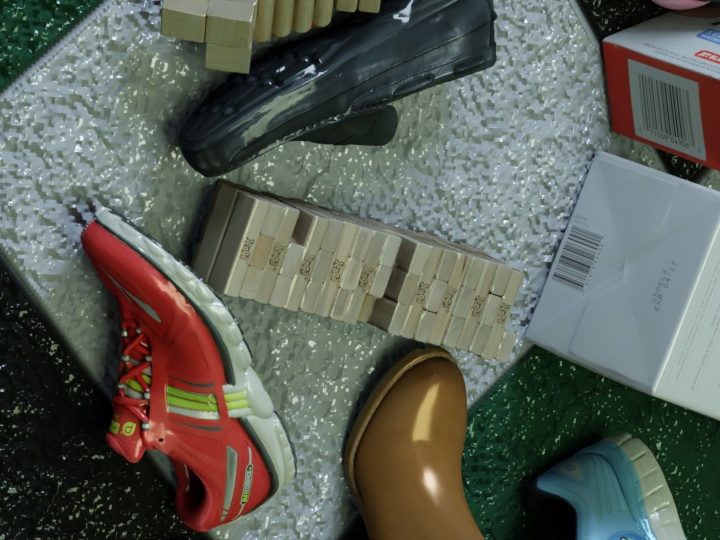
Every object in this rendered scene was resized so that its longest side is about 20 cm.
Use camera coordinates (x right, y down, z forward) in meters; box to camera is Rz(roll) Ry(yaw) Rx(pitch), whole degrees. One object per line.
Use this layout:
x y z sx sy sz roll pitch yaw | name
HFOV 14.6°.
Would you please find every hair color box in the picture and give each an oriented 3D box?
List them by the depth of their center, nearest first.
0.252 -0.127 1.617 0.199 0.111 0.064 -23 118 -29 | hair color box

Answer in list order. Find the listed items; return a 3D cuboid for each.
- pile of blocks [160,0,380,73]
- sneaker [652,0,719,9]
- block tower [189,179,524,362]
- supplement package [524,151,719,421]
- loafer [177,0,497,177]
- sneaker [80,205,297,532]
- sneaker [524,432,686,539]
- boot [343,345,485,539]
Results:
-0.021 -0.162 1.451 0.199 0.082 0.062 -24 154 -19 | pile of blocks
0.175 -0.222 1.542 0.079 0.095 0.200 -45 124 -13 | sneaker
0.000 0.000 1.515 0.199 0.054 0.058 16 96 -39 | block tower
0.219 0.026 1.639 0.199 0.120 0.122 21 91 -38 | supplement package
-0.005 -0.094 1.470 0.200 0.068 0.071 -32 112 -28 | loafer
-0.100 0.059 1.452 0.085 0.077 0.201 -36 123 -15 | sneaker
0.155 0.193 1.626 0.090 0.201 0.079 -15 145 -17 | sneaker
0.051 0.154 1.538 0.076 0.155 0.201 15 96 -37 | boot
